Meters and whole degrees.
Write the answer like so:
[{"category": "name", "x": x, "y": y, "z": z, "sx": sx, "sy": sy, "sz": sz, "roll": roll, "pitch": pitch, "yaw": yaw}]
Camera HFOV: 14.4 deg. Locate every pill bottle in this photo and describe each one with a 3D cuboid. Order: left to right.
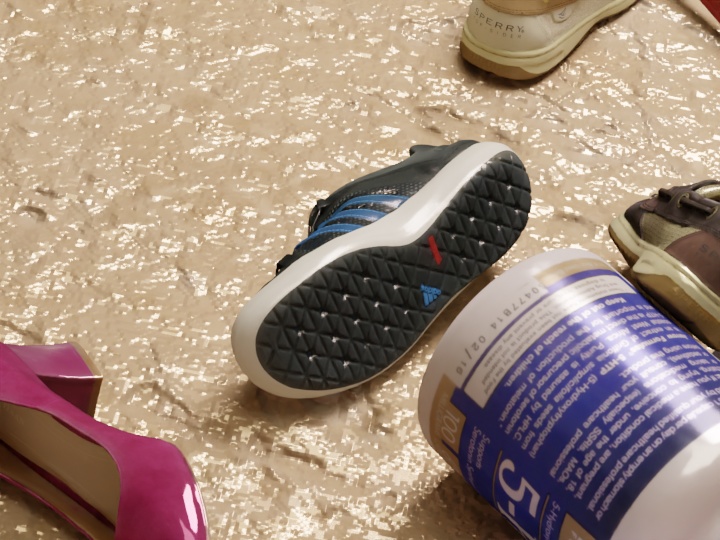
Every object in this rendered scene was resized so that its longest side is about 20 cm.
[{"category": "pill bottle", "x": 0.130, "y": 0.092, "z": 1.267, "sx": 0.120, "sy": 0.120, "sz": 0.200, "roll": -24, "pitch": 50, "yaw": -31}]

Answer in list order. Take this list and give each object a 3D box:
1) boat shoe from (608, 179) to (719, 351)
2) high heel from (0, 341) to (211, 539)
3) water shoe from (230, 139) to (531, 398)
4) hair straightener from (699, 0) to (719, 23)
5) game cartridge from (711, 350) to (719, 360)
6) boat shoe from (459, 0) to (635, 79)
[{"category": "boat shoe", "x": 0.166, "y": -0.009, "z": 1.366, "sx": 0.073, "sy": 0.065, "sz": 0.200, "roll": 44, "pitch": 7, "yaw": -9}, {"category": "high heel", "x": -0.137, "y": 0.089, "z": 1.258, "sx": 0.096, "sy": 0.067, "sz": 0.200, "roll": -5, "pitch": 37, "yaw": -29}, {"category": "water shoe", "x": 0.000, "y": 0.000, "z": 1.405, "sx": 0.200, "sy": 0.072, "sz": 0.079, "roll": -33, "pitch": 28, "yaw": -35}, {"category": "hair straightener", "x": 0.253, "y": -0.141, "z": 1.604, "sx": 0.077, "sy": 0.041, "sz": 0.200, "roll": -18, "pitch": 51, "yaw": -27}, {"category": "game cartridge", "x": 0.242, "y": 0.069, "z": 1.376, "sx": 0.200, "sy": 0.042, "sz": 0.133, "roll": -24, "pitch": 55, "yaw": -32}, {"category": "boat shoe", "x": 0.123, "y": -0.182, "z": 1.614, "sx": 0.074, "sy": 0.067, "sz": 0.200, "roll": 22, "pitch": 43, "yaw": 15}]
